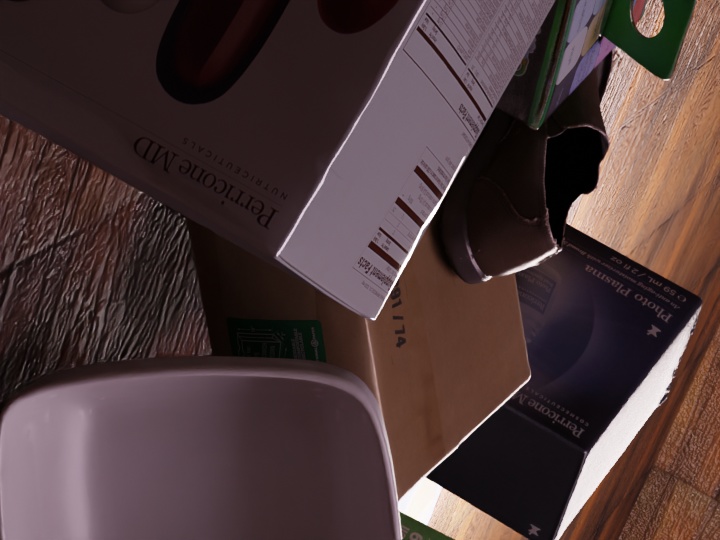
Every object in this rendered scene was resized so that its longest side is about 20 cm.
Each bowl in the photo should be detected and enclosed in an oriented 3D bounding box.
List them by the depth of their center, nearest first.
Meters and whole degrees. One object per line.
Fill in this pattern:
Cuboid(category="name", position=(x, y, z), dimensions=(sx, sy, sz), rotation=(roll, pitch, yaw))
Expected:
Cuboid(category="bowl", position=(-0.075, 0.133, 1.083), dimensions=(0.075, 0.200, 0.200), rotation=(-70, 157, -73))

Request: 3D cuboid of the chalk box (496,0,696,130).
Cuboid(category="chalk box", position=(0.085, -0.170, 1.105), dimensions=(0.124, 0.200, 0.125), rotation=(-47, 159, -40))

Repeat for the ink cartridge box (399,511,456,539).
Cuboid(category="ink cartridge box", position=(-0.046, 0.176, 1.300), dimensions=(0.084, 0.200, 0.146), rotation=(-57, 164, -24))

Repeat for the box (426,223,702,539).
Cuboid(category="box", position=(0.116, 0.065, 1.598), dimensions=(0.198, 0.200, 0.123), rotation=(-47, 160, -40))

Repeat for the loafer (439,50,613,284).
Cuboid(category="loafer", position=(0.110, -0.068, 1.194), dimensions=(0.073, 0.071, 0.200), rotation=(61, 41, -40))

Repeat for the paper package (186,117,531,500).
Cuboid(category="paper package", position=(0.000, 0.000, 1.175), dimensions=(0.191, 0.103, 0.200), rotation=(-35, 120, -55))

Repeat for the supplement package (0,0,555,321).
Cuboid(category="supplement package", position=(-0.040, -0.120, 0.826), dimensions=(0.200, 0.191, 0.147), rotation=(-61, 163, -2))

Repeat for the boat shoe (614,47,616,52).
Cuboid(category="boat shoe", position=(0.150, -0.226, 1.413), dimensions=(0.057, 0.067, 0.200), rotation=(-44, 141, -85))

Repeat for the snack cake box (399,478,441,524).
Cuboid(category="snack cake box", position=(0.001, 0.224, 1.759), dimensions=(0.115, 0.067, 0.200), rotation=(-38, 152, -55))
